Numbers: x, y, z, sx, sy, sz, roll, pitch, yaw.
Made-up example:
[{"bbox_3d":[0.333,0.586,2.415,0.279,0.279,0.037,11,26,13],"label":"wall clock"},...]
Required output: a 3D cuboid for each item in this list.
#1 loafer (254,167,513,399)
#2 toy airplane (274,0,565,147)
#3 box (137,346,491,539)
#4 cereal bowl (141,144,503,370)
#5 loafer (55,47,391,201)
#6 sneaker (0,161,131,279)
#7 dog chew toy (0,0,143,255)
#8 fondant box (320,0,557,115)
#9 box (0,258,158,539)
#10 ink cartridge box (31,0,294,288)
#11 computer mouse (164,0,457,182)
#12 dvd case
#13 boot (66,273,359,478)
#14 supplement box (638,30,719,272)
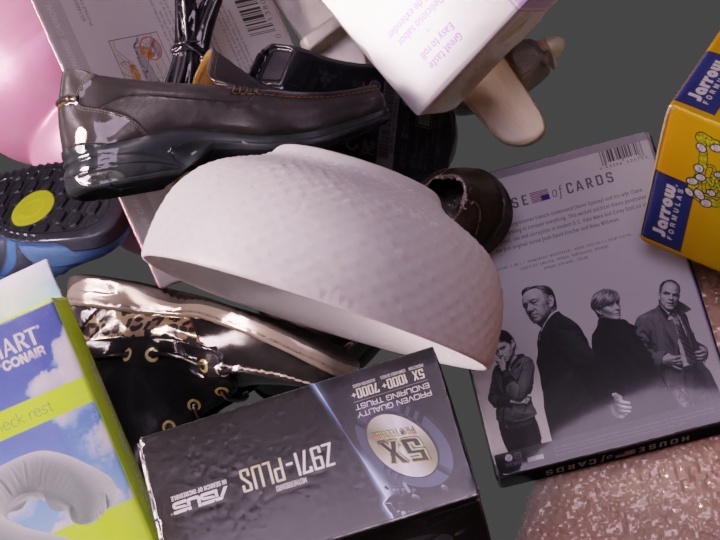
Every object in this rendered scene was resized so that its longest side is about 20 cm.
[{"bbox_3d":[0.000,0.000,1.123,0.200,0.071,0.073,-42,65,5],"label":"loafer"},{"bbox_3d":[0.045,-0.192,1.200,0.197,0.141,0.202,11,103,25],"label":"toy airplane"},{"bbox_3d":[-0.014,0.138,1.003,0.162,0.200,0.087,-17,65,0],"label":"box"},{"bbox_3d":[-0.013,-0.014,0.992,0.198,0.200,0.084,16,85,16],"label":"cereal bowl"},{"bbox_3d":[-0.076,-0.092,1.043,0.198,0.073,0.073,-11,87,-27],"label":"loafer"},{"bbox_3d":[-0.211,-0.016,1.150,0.198,0.079,0.066,-4,44,32],"label":"sneaker"},{"bbox_3d":[-0.168,-0.091,1.184,0.124,0.125,0.200,-39,78,-10],"label":"dog chew toy"},{"bbox_3d":[0.030,-0.215,1.091,0.144,0.058,0.200,-45,78,26],"label":"fondant box"},{"bbox_3d":[-0.192,0.109,1.031,0.121,0.048,0.202,-23,89,0],"label":"box"},{"bbox_3d":[-0.104,-0.093,1.128,0.175,0.045,0.201,-19,81,-40],"label":"ink cartridge box"},{"bbox_3d":[-0.034,-0.126,1.133,0.198,0.046,0.142,6,79,-25],"label":"computer mouse"},{"bbox_3d":[0.133,0.021,1.132,0.149,0.025,0.202,-14,63,2],"label":"dvd case"},{"bbox_3d":[-0.105,0.091,1.085,0.198,0.073,0.152,14,86,23],"label":"boot"},{"bbox_3d":[0.281,-0.051,1.078,0.199,0.110,0.109,23,48,18],"label":"supplement box"}]
